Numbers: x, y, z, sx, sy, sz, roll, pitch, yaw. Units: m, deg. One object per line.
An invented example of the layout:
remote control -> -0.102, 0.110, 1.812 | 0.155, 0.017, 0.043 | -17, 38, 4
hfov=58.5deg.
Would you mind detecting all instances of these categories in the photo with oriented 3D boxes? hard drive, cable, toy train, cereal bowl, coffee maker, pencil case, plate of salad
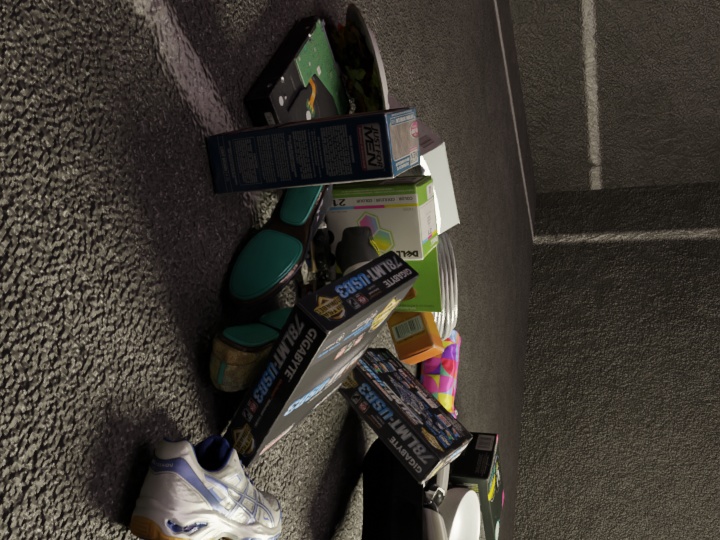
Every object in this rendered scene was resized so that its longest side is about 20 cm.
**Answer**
hard drive -> -0.071, -0.210, 0.812 | 0.142, 0.037, 0.203 | 69, 30, -41
cable -> 0.121, 0.023, 1.141 | 0.201, 0.067, 0.205 | -104, -167, -62
toy train -> -0.055, 0.036, 0.831 | 0.034, 0.045, 0.206 | -13, 102, -62
cereal bowl -> 0.181, 0.552, 1.334 | 0.199, 0.081, 0.206 | -13, 104, -61
coffee maker -> 0.047, 0.348, 0.927 | 0.190, 0.134, 0.203 | 35, 34, -25
pencil case -> 0.163, 0.218, 1.324 | 0.088, 0.086, 0.206 | 39, 52, -62
plate of salad -> -0.002, -0.270, 0.916 | 0.200, 0.047, 0.206 | 165, -89, -82

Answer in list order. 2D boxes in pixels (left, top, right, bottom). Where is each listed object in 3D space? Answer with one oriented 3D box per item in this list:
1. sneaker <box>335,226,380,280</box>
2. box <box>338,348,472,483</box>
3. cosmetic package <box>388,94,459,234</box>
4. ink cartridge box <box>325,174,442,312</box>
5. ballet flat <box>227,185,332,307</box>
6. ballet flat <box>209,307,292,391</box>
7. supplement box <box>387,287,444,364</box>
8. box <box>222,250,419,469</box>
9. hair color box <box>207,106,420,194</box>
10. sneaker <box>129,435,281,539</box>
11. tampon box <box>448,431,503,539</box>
sneaker -> 0.000, 0.000, 0.866 | 0.200, 0.072, 0.087 | 119, -34, -73
box -> 0.058, 0.195, 0.919 | 0.050, 0.200, 0.198 | -50, 161, 11
cosmetic package -> 0.075, -0.172, 1.008 | 0.201, 0.051, 0.153 | 54, -10, 46
ink cartridge box -> 0.036, -0.026, 0.924 | 0.076, 0.144, 0.206 | -36, 122, -60
ballet flat -> -0.082, -0.032, 0.723 | 0.203, 0.071, 0.074 | -65, 148, -27
ballet flat -> -0.100, 0.086, 0.702 | 0.199, 0.069, 0.073 | -14, 102, -68
supplement box -> 0.068, 0.042, 1.026 | 0.066, 0.067, 0.205 | 29, 42, -64
box -> -0.040, 0.088, 0.685 | 0.199, 0.049, 0.201 | -28, 153, -57
hair color box -> -0.046, -0.123, 0.655 | 0.100, 0.195, 0.062 | -39, 125, -63
sneaker -> -0.124, 0.204, 0.600 | 0.200, 0.073, 0.091 | 43, 54, -62
tampon box -> 0.256, 0.500, 1.483 | 0.150, 0.123, 0.205 | -55, 139, -55
